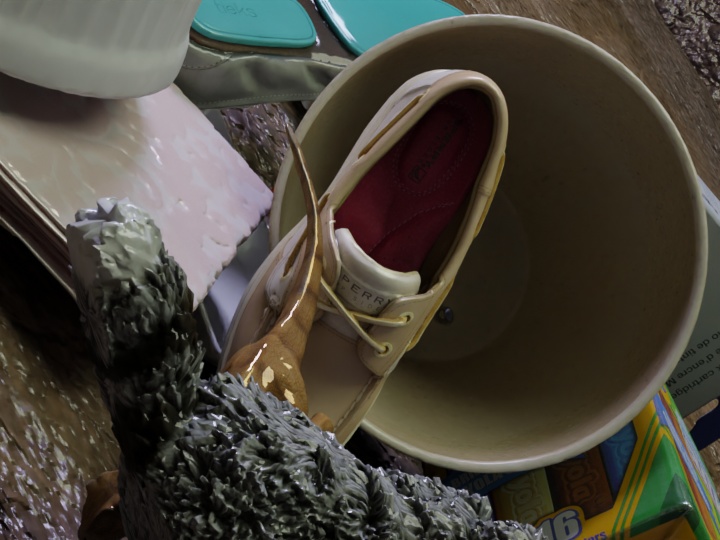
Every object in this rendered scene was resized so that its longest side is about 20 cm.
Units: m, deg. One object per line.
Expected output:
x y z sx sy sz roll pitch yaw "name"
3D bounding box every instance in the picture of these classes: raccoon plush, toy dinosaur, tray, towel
-0.009 0.060 0.742 0.097 0.133 0.201 -134 -150 -53 "raccoon plush"
-0.036 0.046 0.853 0.200 0.060 0.107 -58 146 -43 "toy dinosaur"
-0.075 -0.020 1.041 0.107 0.022 0.201 33 28 -54 "tray"
-0.127 -0.063 0.919 0.191 0.032 0.200 47 19 -5 "towel"

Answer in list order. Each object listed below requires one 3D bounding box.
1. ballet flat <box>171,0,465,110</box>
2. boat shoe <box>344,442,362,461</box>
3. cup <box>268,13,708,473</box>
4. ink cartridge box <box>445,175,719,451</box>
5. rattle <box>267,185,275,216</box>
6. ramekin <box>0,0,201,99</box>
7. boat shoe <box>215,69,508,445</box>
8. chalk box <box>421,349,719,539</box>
-0.030 -0.105 1.077 0.199 0.064 0.068 -1 51 -40 "ballet flat"
0.026 0.121 0.945 0.200 0.062 0.075 49 6 39 "boat shoe"
0.046 -0.009 1.041 0.201 0.200 0.143 54 -10 -4 "cup"
0.135 0.050 1.184 0.200 0.196 0.043 45 21 -29 "ink cartridge box"
-0.018 -0.074 1.184 0.199 0.130 0.143 -2 53 -50 "rattle"
-0.140 -0.166 0.892 0.199 0.098 0.201 29 21 -12 "ramekin"
0.000 0.000 0.924 0.073 0.201 0.069 29 -8 -7 "boat shoe"
0.109 0.117 1.080 0.125 0.123 0.201 59 13 -31 "chalk box"
